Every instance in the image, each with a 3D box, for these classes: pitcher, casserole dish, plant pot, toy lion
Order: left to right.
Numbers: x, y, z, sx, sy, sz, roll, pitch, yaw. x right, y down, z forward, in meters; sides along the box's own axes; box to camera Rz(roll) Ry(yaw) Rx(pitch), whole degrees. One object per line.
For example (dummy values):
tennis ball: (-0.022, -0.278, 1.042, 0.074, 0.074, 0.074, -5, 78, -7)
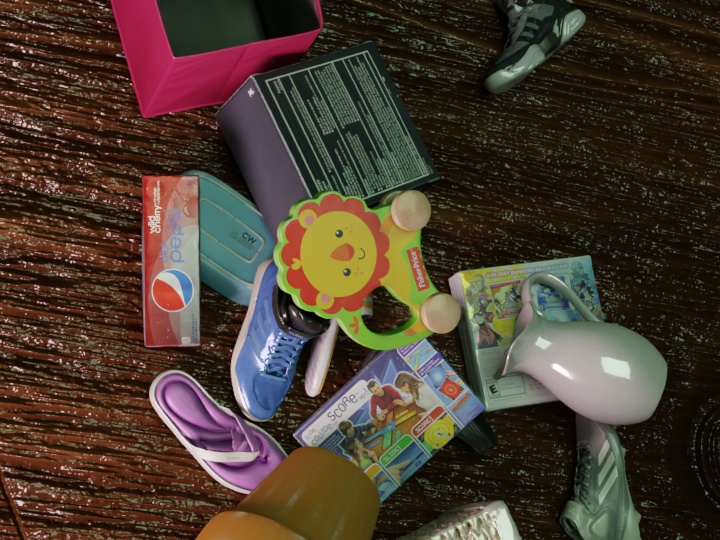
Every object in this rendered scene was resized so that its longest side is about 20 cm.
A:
casserole dish: (-0.169, -0.045, 1.701, 0.199, 0.039, 0.122, 35, 68, -8)
plant pot: (-0.070, 0.310, 1.567, 0.200, 0.200, 0.184, 39, 52, -5)
toy lion: (0.000, 0.000, 1.591, 0.190, 0.069, 0.202, -20, 99, -14)
pitcher: (0.283, 0.096, 1.735, 0.198, 0.122, 0.173, 20, 58, -2)

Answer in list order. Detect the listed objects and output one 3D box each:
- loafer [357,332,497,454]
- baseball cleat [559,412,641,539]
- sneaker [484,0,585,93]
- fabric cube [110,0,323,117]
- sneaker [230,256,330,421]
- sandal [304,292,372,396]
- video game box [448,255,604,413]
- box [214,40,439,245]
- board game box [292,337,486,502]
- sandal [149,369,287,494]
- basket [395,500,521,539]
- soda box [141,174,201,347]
loafer: (0.084, 0.166, 1.721, 0.200, 0.073, 0.072, 41, 102, 1)
baseball cleat: (0.295, 0.270, 1.756, 0.105, 0.070, 0.202, -14, 80, -22)
sneaker: (0.214, -0.330, 1.890, 0.200, 0.075, 0.114, -41, 90, -29)
fabric cube: (-0.183, -0.326, 1.684, 0.198, 0.199, 0.198, -14, 80, -21)
sneaker: (-0.091, 0.083, 1.635, 0.076, 0.111, 0.202, 16, 83, -31)
sandal: (-0.019, 0.060, 1.707, 0.059, 0.079, 0.209, 17, 79, -15)
video game box: (0.225, 0.082, 1.796, 0.198, 0.047, 0.184, -6, 81, -20)
box: (-0.043, -0.154, 1.709, 0.197, 0.123, 0.202, -21, 83, -37)
board game box: (0.035, 0.180, 1.665, 0.200, 0.034, 0.136, -41, 90, 2)
sandal: (-0.167, 0.196, 1.629, 0.202, 0.050, 0.083, 38, 69, -8)
basket: (0.110, 0.390, 1.592, 0.160, 0.200, 0.200, -21, 83, -20)
soda box: (-0.224, -0.011, 1.629, 0.069, 0.063, 0.203, 0, 90, -7)
